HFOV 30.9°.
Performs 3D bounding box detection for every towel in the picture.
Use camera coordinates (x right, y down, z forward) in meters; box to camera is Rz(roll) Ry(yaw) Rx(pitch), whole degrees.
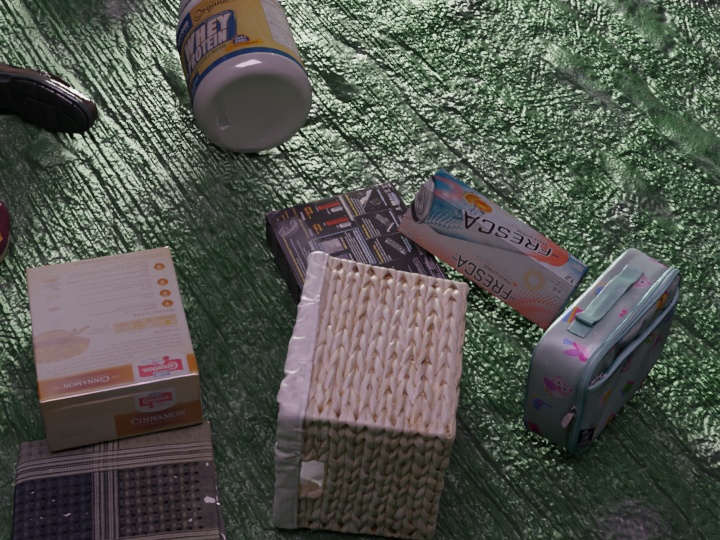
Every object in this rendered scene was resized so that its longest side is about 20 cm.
[{"bbox_3d":[-0.228,0.233,1.233,0.199,0.035,0.193,-6,46,-5],"label":"towel"}]

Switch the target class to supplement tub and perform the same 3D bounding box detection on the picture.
[{"bbox_3d":[-0.147,-0.258,1.593,0.144,0.145,0.200,-10,49,-12],"label":"supplement tub"}]

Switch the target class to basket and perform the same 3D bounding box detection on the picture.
[{"bbox_3d":[0.008,0.124,1.227,0.160,0.198,0.200,9,48,2],"label":"basket"}]

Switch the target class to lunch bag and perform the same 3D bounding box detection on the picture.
[{"bbox_3d":[0.243,0.080,1.303,0.077,0.161,0.200,31,53,23],"label":"lunch bag"}]

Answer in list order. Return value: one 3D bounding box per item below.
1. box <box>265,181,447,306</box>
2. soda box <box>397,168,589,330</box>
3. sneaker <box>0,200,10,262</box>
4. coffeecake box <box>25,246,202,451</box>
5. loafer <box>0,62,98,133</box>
[{"bbox_3d":[0.000,0.000,1.435,0.157,0.050,0.200,-16,51,-16],"label":"box"},{"bbox_3d":[0.144,-0.024,1.414,0.200,0.068,0.064,34,31,8],"label":"soda box"},{"bbox_3d":[-0.439,-0.024,1.405,0.075,0.090,0.200,10,49,6],"label":"sneaker"},{"bbox_3d":[-0.253,0.075,1.323,0.153,0.073,0.200,-9,42,-11],"label":"coffeecake box"},{"bbox_3d":[-0.407,-0.226,1.604,0.200,0.072,0.063,17,44,14],"label":"loafer"}]
